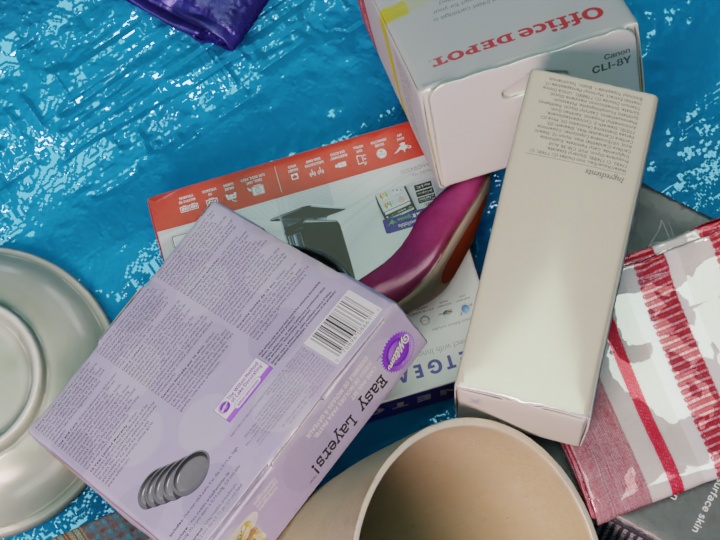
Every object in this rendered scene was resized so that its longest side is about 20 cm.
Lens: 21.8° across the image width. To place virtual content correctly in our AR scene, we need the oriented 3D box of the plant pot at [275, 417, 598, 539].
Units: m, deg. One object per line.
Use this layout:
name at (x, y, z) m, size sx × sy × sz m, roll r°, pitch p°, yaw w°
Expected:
plant pot at (0.009, 0.194, 1.097) m, size 0.186 × 0.199 × 0.189 m, roll 11°, pitch 71°, yaw -36°

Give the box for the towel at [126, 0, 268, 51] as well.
towel at (-0.101, -0.265, 1.327) m, size 0.147 × 0.050 × 0.201 m, roll 31°, pitch 77°, yaw 4°

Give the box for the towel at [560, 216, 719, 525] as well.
towel at (0.203, 0.048, 1.109) m, size 0.198 × 0.023 × 0.145 m, roll -21°, pitch 75°, yaw -4°

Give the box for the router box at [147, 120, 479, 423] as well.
router box at (-0.022, 0.013, 1.237) m, size 0.198 × 0.049 × 0.181 m, roll -17°, pitch 74°, yaw -2°

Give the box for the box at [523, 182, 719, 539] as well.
box at (0.197, 0.079, 1.171) m, size 0.199 × 0.118 × 0.198 m, roll 28°, pitch 77°, yaw 11°

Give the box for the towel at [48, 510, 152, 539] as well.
towel at (-0.136, 0.231, 1.069) m, size 0.146 × 0.022 × 0.200 m, roll -20°, pitch 53°, yaw -26°

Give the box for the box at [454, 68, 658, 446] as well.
box at (0.114, -0.008, 1.081) m, size 0.081 × 0.068 × 0.202 m, roll 14°, pitch 72°, yaw 7°

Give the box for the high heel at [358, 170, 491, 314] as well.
high heel at (0.000, 0.000, 1.181) m, size 0.096 × 0.068 × 0.201 m, roll 32°, pitch 75°, yaw 14°

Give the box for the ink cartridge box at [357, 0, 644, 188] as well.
ink cartridge box at (0.084, -0.160, 1.219) m, size 0.144 × 0.084 × 0.201 m, roll -18°, pitch 42°, yaw -3°

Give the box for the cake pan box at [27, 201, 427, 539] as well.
cake pan box at (-0.081, 0.067, 1.119) m, size 0.183 × 0.052 × 0.201 m, roll 27°, pitch 75°, yaw 41°

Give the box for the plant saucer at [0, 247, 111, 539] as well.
plant saucer at (-0.256, 0.076, 1.231) m, size 0.198 × 0.050 × 0.202 m, roll -1°, pitch 74°, yaw 2°
